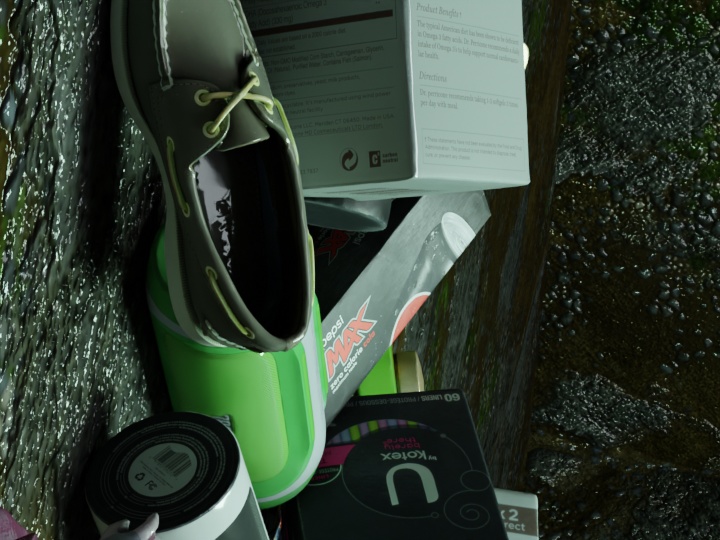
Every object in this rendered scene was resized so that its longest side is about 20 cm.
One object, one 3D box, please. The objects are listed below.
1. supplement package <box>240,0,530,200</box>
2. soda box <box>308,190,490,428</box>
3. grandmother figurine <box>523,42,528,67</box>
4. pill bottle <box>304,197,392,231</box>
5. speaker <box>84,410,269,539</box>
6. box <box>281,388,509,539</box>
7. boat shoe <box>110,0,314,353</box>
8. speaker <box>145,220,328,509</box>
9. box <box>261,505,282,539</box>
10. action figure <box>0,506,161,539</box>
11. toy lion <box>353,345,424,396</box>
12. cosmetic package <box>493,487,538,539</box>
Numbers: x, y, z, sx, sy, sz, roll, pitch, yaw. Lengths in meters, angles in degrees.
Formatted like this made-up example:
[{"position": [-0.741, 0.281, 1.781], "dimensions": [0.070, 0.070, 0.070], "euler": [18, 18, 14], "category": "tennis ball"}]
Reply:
[{"position": [0.007, -0.141, 0.968], "dimensions": [0.117, 0.117, 0.202], "euler": [0, 87, -54], "category": "supplement package"}, {"position": [0.000, 0.000, 1.171], "dimensions": [0.200, 0.063, 0.071], "euler": [-51, 138, -30], "category": "soda box"}, {"position": [0.034, -0.158, 1.202], "dimensions": [0.200, 0.060, 0.122], "euler": [43, -57, 50], "category": "grandmother figurine"}, {"position": [-0.008, -0.130, 1.104], "dimensions": [0.112, 0.111, 0.202], "euler": [46, 53, -78], "category": "pill bottle"}, {"position": [-0.078, 0.170, 0.972], "dimensions": [0.082, 0.080, 0.201], "euler": [-71, 156, -45], "category": "speaker"}, {"position": [0.021, 0.175, 1.118], "dimensions": [0.201, 0.121, 0.107], "euler": [-106, -167, -53], "category": "box"}, {"position": [-0.063, -0.059, 0.864], "dimensions": [0.072, 0.060, 0.204], "euler": [-21, 109, -35], "category": "boat shoe"}, {"position": [-0.064, 0.049, 1.020], "dimensions": [0.201, 0.088, 0.089], "euler": [85, 17, -54], "category": "speaker"}, {"position": [-0.077, 0.185, 1.206], "dimensions": [0.137, 0.039, 0.202], "euler": [-11, 110, -79], "category": "box"}, {"position": [-0.152, 0.096, 0.633], "dimensions": [0.148, 0.134, 0.201], "euler": [-33, 136, -14], "category": "action figure"}, {"position": [0.001, -0.023, 1.319], "dimensions": [0.201, 0.068, 0.193], "euler": [-94, 178, -46], "category": "toy lion"}, {"position": [0.022, 0.261, 1.289], "dimensions": [0.201, 0.163, 0.166], "euler": [107, -12, -50], "category": "cosmetic package"}]
